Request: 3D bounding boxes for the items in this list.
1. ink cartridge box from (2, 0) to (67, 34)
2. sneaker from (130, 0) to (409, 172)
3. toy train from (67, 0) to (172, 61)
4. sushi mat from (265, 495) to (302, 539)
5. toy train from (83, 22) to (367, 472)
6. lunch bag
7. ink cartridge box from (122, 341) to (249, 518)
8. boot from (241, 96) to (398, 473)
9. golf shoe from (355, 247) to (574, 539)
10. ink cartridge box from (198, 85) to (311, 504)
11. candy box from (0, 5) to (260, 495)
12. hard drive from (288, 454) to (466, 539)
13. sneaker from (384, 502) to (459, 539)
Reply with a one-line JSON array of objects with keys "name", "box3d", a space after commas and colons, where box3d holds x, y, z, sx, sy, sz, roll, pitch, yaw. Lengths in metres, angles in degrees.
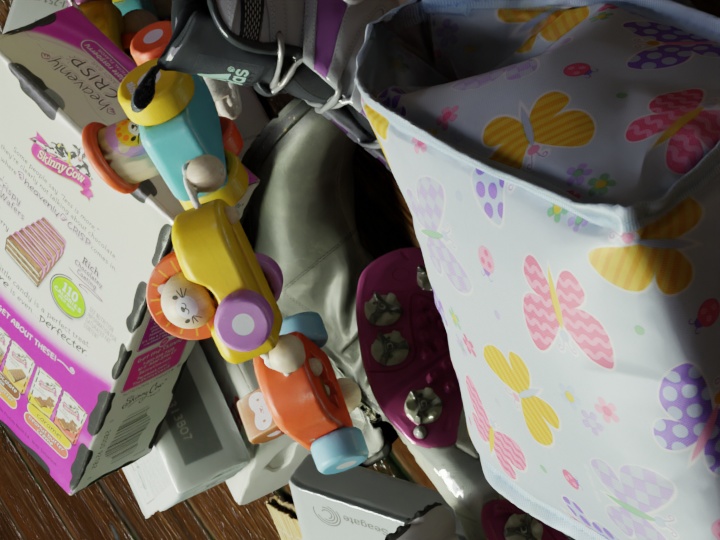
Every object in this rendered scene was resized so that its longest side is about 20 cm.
[{"name": "ink cartridge box", "box3d": [-0.173, -0.060, 1.633, 0.200, 0.044, 0.174, 45, -118, -83]}, {"name": "sneaker", "box3d": [-0.026, -0.081, 1.230, 0.200, 0.140, 0.078, 66, 160, 3]}, {"name": "toy train", "box3d": [-0.119, -0.159, 1.498, 0.200, 0.056, 0.150, -59, -42, -73]}, {"name": "sushi mat", "box3d": [-0.009, 0.236, 1.860, 0.096, 0.012, 0.200, 15, 127, 68]}, {"name": "toy train", "box3d": [-0.063, -0.006, 1.298, 0.150, 0.056, 0.200, 34, -146, -75]}, {"name": "lunch bag", "box3d": [0.088, -0.003, 1.012, 0.200, 0.127, 0.170, 25, 139, 53]}, {"name": "ink cartridge box", "box3d": [-0.120, 0.046, 1.605, 0.200, 0.057, 0.163, 127, 118, -81]}, {"name": "boot", "box3d": [0.000, 0.000, 1.428, 0.131, 0.068, 0.200, 40, 140, 15]}, {"name": "golf shoe", "box3d": [0.055, 0.083, 1.335, 0.200, 0.075, 0.092, 60, 166, 25]}, {"name": "ink cartridge box", "box3d": [-0.067, 0.006, 1.597, 0.200, 0.083, 0.147, 62, 163, 15]}, {"name": "candy box", "box3d": [-0.139, -0.008, 1.445, 0.136, 0.061, 0.200, 44, 136, 20]}, {"name": "hard drive", "box3d": [0.040, 0.187, 1.495, 0.132, 0.027, 0.200, 15, 136, 30]}, {"name": "sneaker", "box3d": [0.030, 0.162, 1.340, 0.080, 0.074, 0.200, 53, 175, 9]}]
